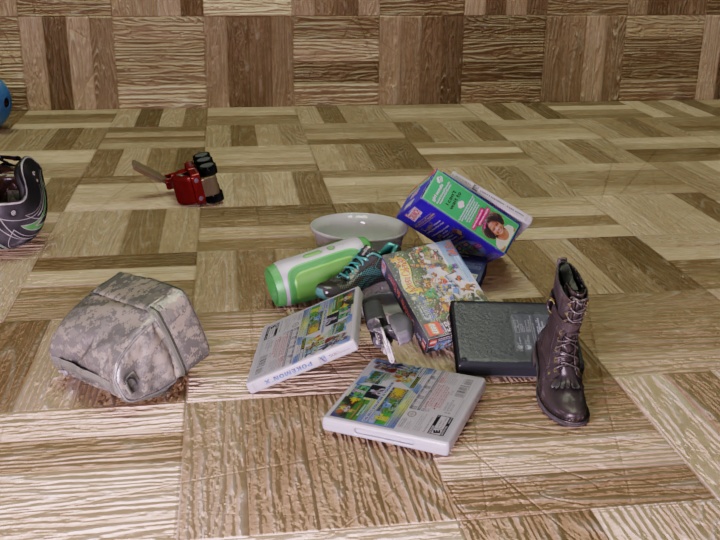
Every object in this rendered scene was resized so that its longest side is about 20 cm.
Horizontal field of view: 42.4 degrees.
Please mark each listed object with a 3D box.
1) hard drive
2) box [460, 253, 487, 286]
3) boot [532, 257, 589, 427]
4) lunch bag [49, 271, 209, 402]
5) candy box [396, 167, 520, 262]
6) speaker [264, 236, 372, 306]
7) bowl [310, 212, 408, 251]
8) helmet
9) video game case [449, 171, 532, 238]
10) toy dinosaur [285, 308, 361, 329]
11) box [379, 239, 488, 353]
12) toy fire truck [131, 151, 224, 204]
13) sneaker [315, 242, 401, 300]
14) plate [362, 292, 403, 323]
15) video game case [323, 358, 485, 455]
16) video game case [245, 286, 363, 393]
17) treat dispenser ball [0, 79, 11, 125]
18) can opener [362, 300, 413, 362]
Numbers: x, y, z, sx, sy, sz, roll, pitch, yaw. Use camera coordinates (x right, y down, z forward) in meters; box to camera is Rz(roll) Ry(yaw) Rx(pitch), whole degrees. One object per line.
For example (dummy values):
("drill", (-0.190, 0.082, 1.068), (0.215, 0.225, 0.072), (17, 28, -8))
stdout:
("hard drive", (0.244, 0.107, 1.476), (0.197, 0.033, 0.141), (2, 44, -3))
("box", (0.168, 0.010, 1.726), (0.120, 0.033, 0.200), (9, 22, 13))
("boot", (0.294, 0.101, 1.332), (0.068, 0.176, 0.201), (-1, 40, -7))
("lunch bag", (-0.353, 0.107, 1.389), (0.198, 0.141, 0.167), (14, 41, 40))
("candy box", (0.188, -0.098, 1.820), (0.199, 0.078, 0.169), (31, -15, -8))
("speaker", (-0.073, 0.001, 1.719), (0.198, 0.089, 0.088), (-18, 25, -18))
("bowl", (-0.004, -0.049, 1.879), (0.198, 0.092, 0.201), (1, 19, 0))
("helmet", (-0.757, -0.138, 1.959), (0.197, 0.193, 0.200), (2, -19, 1))
("video game case", (0.237, -0.114, 1.866), (0.180, 0.024, 0.200), (30, -17, 0))
("toy dinosaur", (-0.042, 0.105, 1.551), (0.101, 0.059, 0.199), (-31, 34, -29))
("box", (0.133, 0.040, 1.583), (0.135, 0.038, 0.201), (-13, 49, -19))
("toy fire truck", (-0.462, -0.232, 2.343), (0.198, 0.130, 0.176), (-16, 24, -11))
("sneaker", (0.000, 0.000, 1.659), (0.198, 0.092, 0.077), (-17, 25, -38))
("plate", (0.080, 0.057, 1.687), (0.198, 0.033, 0.199), (11, 22, 26))
("video game case", (0.067, 0.190, 1.325), (0.180, 0.022, 0.200), (8, 23, 20))
("video game case", (-0.083, 0.105, 1.455), (0.181, 0.022, 0.200), (-23, 19, 11))
("treat dispenser ball", (-1.248, -0.555, 3.042), (0.198, 0.204, 0.201), (1, 20, 0))
("can opener", (0.045, 0.087, 1.445), (0.066, 0.054, 0.200), (-20, 13, 1))
